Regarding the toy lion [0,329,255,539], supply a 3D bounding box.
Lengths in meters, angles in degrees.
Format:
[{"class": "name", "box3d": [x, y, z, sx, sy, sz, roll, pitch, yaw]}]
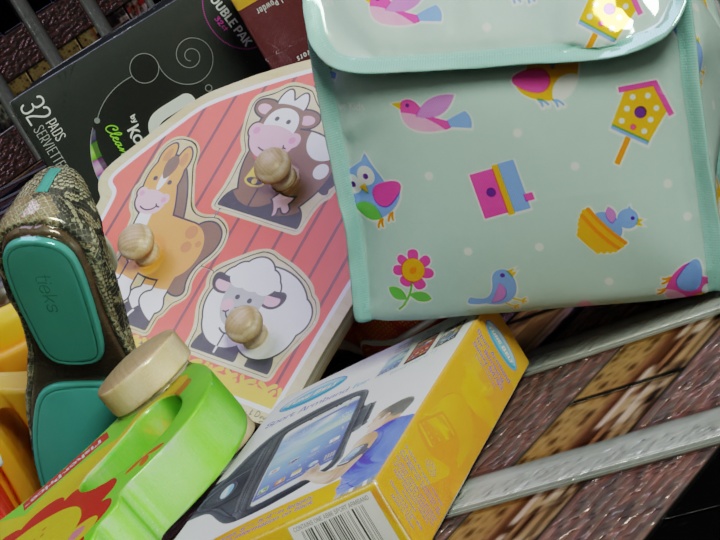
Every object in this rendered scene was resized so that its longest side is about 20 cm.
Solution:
[{"class": "toy lion", "box3d": [-0.129, 0.121, 1.024, 0.200, 0.069, 0.192, -41, 11, -4]}]

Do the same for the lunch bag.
[{"class": "lunch bag", "box3d": [0.067, -0.090, 0.998, 0.169, 0.202, 0.122, -4, 21, 15]}]

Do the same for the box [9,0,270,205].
[{"class": "box", "box3d": [-0.089, -0.059, 1.417, 0.148, 0.201, 0.124, -30, 9, 8]}]

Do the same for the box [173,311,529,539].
[{"class": "box", "box3d": [-0.004, 0.078, 0.987, 0.119, 0.042, 0.200, -27, 14, 26]}]

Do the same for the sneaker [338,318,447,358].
[{"class": "sneaker", "box3d": [0.000, 0.000, 1.230, 0.073, 0.078, 0.199, -37, 16, -31]}]

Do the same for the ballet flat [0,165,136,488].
[{"class": "ballet flat", "box3d": [-0.131, 0.036, 1.152, 0.067, 0.201, 0.076, 1, 38, 11]}]

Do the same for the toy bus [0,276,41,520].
[{"class": "toy bus", "box3d": [-0.199, 0.093, 1.279, 0.199, 0.136, 0.192, -30, 23, -3]}]

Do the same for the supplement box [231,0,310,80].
[{"class": "supplement box", "box3d": [0.038, -0.125, 1.356, 0.132, 0.201, 0.197, -28, 11, 12]}]

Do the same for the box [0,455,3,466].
[{"class": "box", "box3d": [-0.249, 0.122, 1.107, 0.122, 0.048, 0.200, -34, 1, 17]}]

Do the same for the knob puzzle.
[{"class": "knob puzzle", "box3d": [-0.064, -0.030, 1.216, 0.218, 0.030, 0.221, -14, 55, 20]}]

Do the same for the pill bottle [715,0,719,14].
[{"class": "pill bottle", "box3d": [0.226, -0.148, 1.155, 0.114, 0.114, 0.200, -38, 12, -33]}]
